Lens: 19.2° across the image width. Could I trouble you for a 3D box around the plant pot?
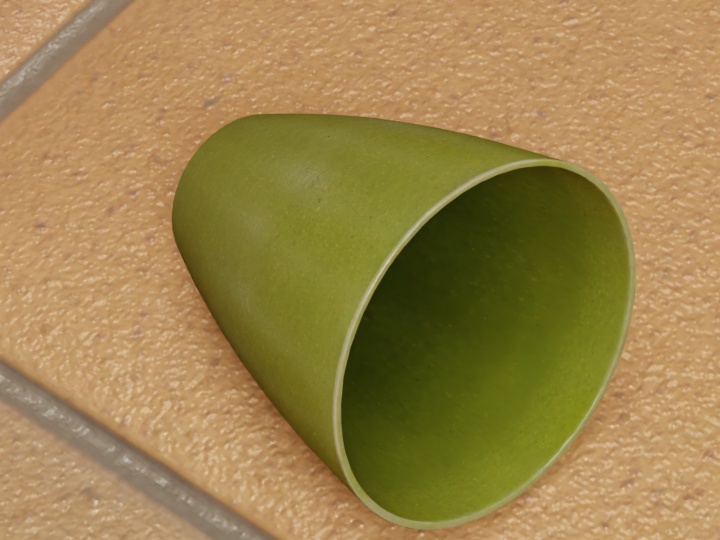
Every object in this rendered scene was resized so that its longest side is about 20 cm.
[{"bbox_3d":[0.000,0.000,1.055,0.187,0.187,0.200,-38,42,-21],"label":"plant pot"}]
